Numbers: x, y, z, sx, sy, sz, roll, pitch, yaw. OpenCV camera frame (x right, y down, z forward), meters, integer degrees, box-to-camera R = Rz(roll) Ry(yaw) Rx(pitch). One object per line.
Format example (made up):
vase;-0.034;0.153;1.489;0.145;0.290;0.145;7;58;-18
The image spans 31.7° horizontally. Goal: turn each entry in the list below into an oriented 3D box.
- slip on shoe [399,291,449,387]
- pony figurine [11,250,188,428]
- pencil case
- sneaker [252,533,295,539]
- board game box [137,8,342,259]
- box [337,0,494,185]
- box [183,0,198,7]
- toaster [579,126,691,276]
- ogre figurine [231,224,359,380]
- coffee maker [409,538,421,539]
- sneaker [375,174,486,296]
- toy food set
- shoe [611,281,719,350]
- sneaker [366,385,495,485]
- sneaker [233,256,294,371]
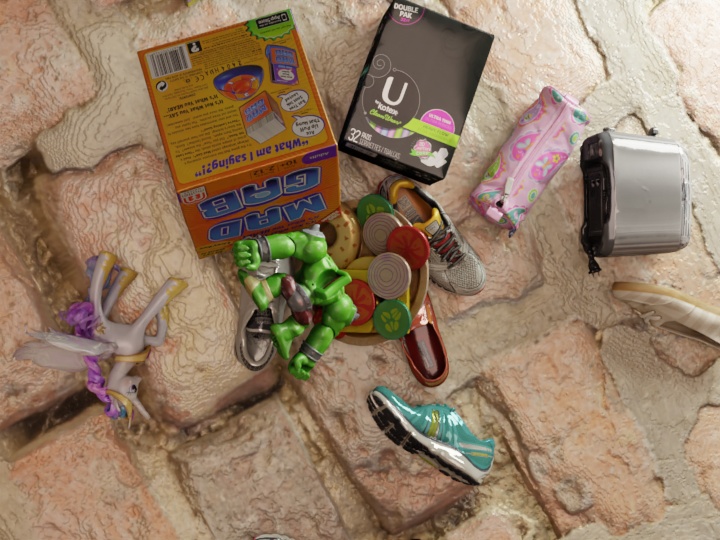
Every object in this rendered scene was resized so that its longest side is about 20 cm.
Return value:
slip on shoe;0.069;0.065;1.714;0.073;0.061;0.202;-22;91;-3
pony figurine;-0.337;0.084;1.641;0.191;0.166;0.202;22;73;-13
pencil case;0.228;-0.149;1.718;0.087;0.087;0.201;36;86;-5
sneaker;-0.073;0.428;1.694;0.199;0.075;0.081;39;86;-4
board game box;-0.147;-0.167;1.591;0.198;0.200;0.202;-16;68;-6
box;0.070;-0.235;1.681;0.147;0.124;0.202;21;87;-6
box;-0.206;-0.485;1.666;0.175;0.097;0.201;-30;94;-5
toaster;0.373;-0.094;1.719;0.127;0.114;0.203;-1;89;-8
ogre figurine;-0.075;0.032;1.616;0.119;0.098;0.202;-29;94;-13
coffee maker;0.077;0.422;1.645;0.133;0.200;0.194;-17;94;-8
sneaker;0.095;-0.044;1.705;0.078;0.082;0.200;-44;95;-5
toy food set;0.000;0.000;1.678;0.195;0.049;0.203;0;93;20
shoe;0.437;0.062;1.746;0.198;0.070;0.054;18;80;-8
sneaker;0.095;0.214;1.722;0.199;0.077;0.080;34;68;-10
sneaker;-0.127;0.033;1.685;0.075;0.080;0.203;4;88;-4
